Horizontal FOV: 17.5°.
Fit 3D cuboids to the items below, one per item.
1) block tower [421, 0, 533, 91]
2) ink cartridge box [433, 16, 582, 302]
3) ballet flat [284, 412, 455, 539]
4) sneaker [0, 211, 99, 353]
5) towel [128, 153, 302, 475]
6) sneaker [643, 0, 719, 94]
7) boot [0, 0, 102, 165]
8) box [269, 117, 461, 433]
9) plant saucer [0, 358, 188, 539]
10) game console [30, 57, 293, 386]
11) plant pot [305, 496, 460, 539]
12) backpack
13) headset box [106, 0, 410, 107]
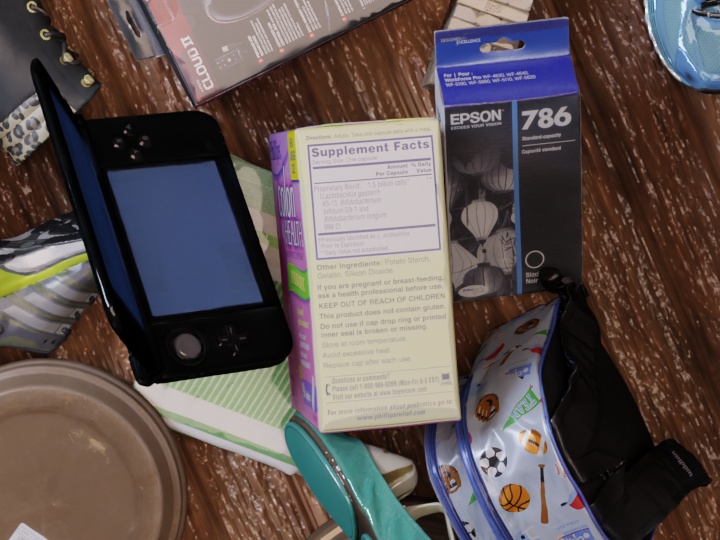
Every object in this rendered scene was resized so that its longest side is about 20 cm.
[{"bbox_3d":[0.100,-0.209,1.665,0.054,0.058,0.200,19,90,-7],"label":"block tower"},{"bbox_3d":[0.105,-0.076,1.641,0.099,0.039,0.200,-7,119,-4],"label":"ink cartridge box"},{"bbox_3d":[0.020,0.170,1.624,0.070,0.067,0.200,-22,55,-18],"label":"ballet flat"},{"bbox_3d":[-0.213,0.011,1.650,0.200,0.074,0.081,-17,113,-4],"label":"sneaker"},{"bbox_3d":[-0.069,0.033,1.680,0.152,0.023,0.200,21,89,-7],"label":"towel"},{"bbox_3d":[0.247,-0.225,1.659,0.078,0.090,0.201,-2,94,-5],"label":"sneaker"},{"bbox_3d":[-0.227,-0.189,1.630,0.204,0.073,0.154,-44,98,5],"label":"boot"},{"bbox_3d":[0.000,0.000,1.587,0.096,0.176,0.201,-4,93,-8],"label":"box"},{"bbox_3d":[-0.222,0.162,1.657,0.199,0.029,0.201,0,99,0],"label":"plant saucer"},{"bbox_3d":[-0.131,-0.037,1.557,0.176,0.116,0.200,-7,67,-30],"label":"game console"},{"bbox_3d":[0.035,0.266,1.666,0.200,0.093,0.201,0,92,-4],"label":"plant pot"},{"bbox_3d":[0.130,0.129,1.615,0.154,0.191,0.200,-32,100,16],"label":"backpack"},{"bbox_3d":[-0.079,-0.214,1.638,0.200,0.075,0.149,-27,95,-3],"label":"headset box"}]
